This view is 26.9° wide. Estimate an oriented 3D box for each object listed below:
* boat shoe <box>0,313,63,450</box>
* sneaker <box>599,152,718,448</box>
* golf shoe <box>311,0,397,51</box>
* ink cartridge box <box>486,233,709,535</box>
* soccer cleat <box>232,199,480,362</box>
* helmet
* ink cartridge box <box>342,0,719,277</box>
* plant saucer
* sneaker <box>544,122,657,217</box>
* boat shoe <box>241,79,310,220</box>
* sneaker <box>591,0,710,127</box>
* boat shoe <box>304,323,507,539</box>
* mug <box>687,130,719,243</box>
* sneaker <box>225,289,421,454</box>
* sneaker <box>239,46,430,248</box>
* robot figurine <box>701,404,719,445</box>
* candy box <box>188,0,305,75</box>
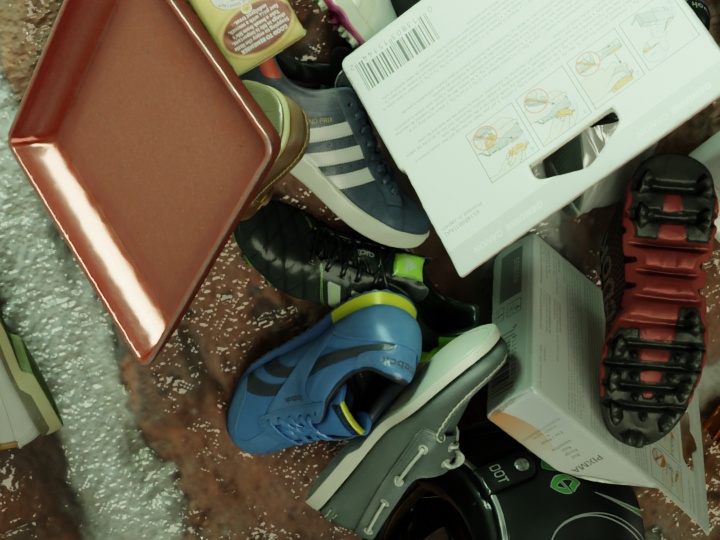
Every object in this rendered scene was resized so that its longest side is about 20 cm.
[{"bbox_3d":[-0.272,0.044,1.017,0.068,0.075,0.201,-27,118,-7],"label":"boat shoe"},{"bbox_3d":[0.202,0.023,1.051,0.070,0.098,0.202,8,85,-1],"label":"sneaker"},{"bbox_3d":[-0.011,-0.218,0.966,0.091,0.075,0.200,-37,118,1],"label":"golf shoe"},{"bbox_3d":[0.174,0.089,1.102,0.050,0.163,0.200,-32,122,31],"label":"ink cartridge box"},{"bbox_3d":[0.000,0.000,1.060,0.199,0.068,0.081,32,140,-29],"label":"soccer cleat"},{"bbox_3d":[0.117,0.205,1.125,0.190,0.200,0.201,4,115,-41],"label":"helmet"},{"bbox_3d":[0.108,-0.114,0.910,0.199,0.177,0.045,-35,152,15],"label":"ink cartridge box"},{"bbox_3d":[-0.131,-0.078,0.920,0.037,0.200,0.200,-11,147,-43],"label":"plant saucer"},{"bbox_3d":[0.176,-0.138,1.057,0.080,0.070,0.202,-12,123,-18],"label":"sneaker"},{"bbox_3d":[-0.086,-0.069,0.967,0.067,0.200,0.073,11,72,-33],"label":"boat shoe"},{"bbox_3d":[0.130,-0.121,0.959,0.200,0.088,0.076,-37,123,18],"label":"sneaker"},{"bbox_3d":[0.043,0.115,1.044,0.062,0.073,0.200,42,117,-3],"label":"boat shoe"},{"bbox_3d":[0.337,-0.066,1.098,0.153,0.149,0.187,-45,143,-1],"label":"mug"},{"bbox_3d":[-0.032,0.092,1.062,0.066,0.079,0.200,27,134,-30],"label":"sneaker"},{"bbox_3d":[-0.011,-0.096,1.018,0.200,0.075,0.085,37,105,-25],"label":"sneaker"},{"bbox_3d":[0.383,0.136,1.231,0.199,0.058,0.145,27,106,-23],"label":"robot figurine"},{"bbox_3d":[-0.110,-0.228,0.911,0.055,0.116,0.201,-29,117,1],"label":"candy box"}]
